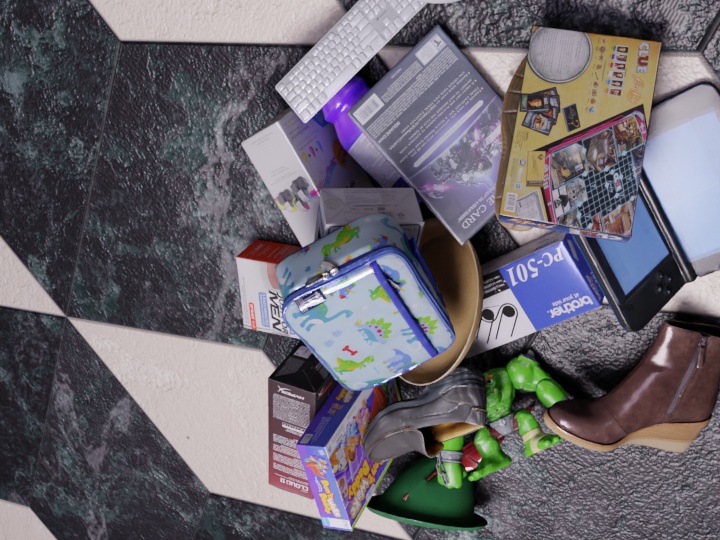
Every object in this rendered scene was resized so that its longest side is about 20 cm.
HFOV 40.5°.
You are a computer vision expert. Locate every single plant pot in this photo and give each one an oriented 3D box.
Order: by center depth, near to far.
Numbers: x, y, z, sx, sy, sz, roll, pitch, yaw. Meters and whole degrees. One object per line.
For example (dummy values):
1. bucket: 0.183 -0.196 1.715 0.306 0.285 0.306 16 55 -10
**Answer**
1. plant pot: 0.088 0.038 1.185 0.027 0.202 0.201 9 135 -31

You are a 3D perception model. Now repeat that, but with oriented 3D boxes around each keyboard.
1. keyboard: -0.011 -0.256 1.106 0.200 0.011 0.057 -42 81 16

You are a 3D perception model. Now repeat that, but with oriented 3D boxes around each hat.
1. hat: 0.113 0.250 1.341 0.196 0.166 0.180 9 89 -2

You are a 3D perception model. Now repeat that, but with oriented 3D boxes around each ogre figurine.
1. ogre figurine: 0.174 0.184 1.229 0.199 0.098 0.121 -32 73 26

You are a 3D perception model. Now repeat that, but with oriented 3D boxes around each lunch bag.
1. lunch bag: 0.010 0.039 1.079 0.159 0.083 0.201 -25 136 8

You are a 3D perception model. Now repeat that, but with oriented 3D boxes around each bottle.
1. bottle: 0.016 -0.166 1.153 0.200 0.065 0.084 44 123 -1

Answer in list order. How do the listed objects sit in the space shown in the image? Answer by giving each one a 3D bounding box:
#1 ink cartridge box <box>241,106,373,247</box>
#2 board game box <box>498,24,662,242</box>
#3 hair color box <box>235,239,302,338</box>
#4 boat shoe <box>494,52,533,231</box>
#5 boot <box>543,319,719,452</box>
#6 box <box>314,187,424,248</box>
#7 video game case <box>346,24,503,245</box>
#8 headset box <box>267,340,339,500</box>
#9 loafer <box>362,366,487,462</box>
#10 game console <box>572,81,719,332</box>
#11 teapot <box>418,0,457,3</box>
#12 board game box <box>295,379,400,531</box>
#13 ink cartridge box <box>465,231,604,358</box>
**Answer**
1. ink cartridge box: -0.046 -0.101 1.191 0.067 0.115 0.202 -21 106 34
2. board game box: 0.223 -0.139 0.991 0.133 0.035 0.204 10 82 11
3. hair color box: -0.064 0.033 1.307 0.197 0.064 0.113 8 119 22
4. boat shoe: 0.188 -0.142 1.060 0.073 0.066 0.204 15 93 18
5. boot: 0.322 0.127 1.129 0.196 0.073 0.169 7 117 -9
6. box: 0.000 0.000 1.138 0.114 0.061 0.202 -2 134 -11
7. video game case: 0.101 -0.152 1.103 0.143 0.019 0.200 -42 95 5
8. headset box: -0.063 0.200 1.345 0.076 0.149 0.203 14 121 20
9. loafer: 0.075 0.195 1.195 0.072 0.073 0.200 21 134 -34
10. game console: 0.323 -0.063 1.026 0.202 0.170 0.118 59 152 -12
11. teapot: 0.071 -0.356 0.971 0.195 0.146 0.203 22 124 14
12. board game box: -0.005 0.220 1.288 0.044 0.200 0.136 0 121 28
13. ink cartridge box: 0.188 0.029 1.185 0.198 0.044 0.095 -26 104 35
